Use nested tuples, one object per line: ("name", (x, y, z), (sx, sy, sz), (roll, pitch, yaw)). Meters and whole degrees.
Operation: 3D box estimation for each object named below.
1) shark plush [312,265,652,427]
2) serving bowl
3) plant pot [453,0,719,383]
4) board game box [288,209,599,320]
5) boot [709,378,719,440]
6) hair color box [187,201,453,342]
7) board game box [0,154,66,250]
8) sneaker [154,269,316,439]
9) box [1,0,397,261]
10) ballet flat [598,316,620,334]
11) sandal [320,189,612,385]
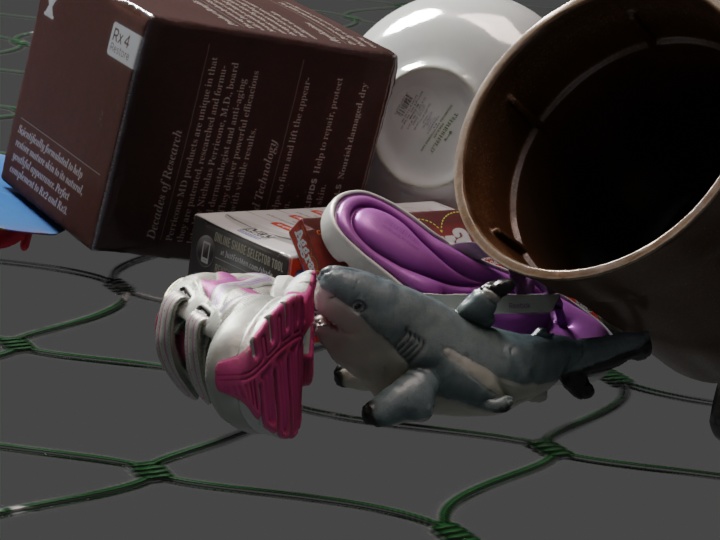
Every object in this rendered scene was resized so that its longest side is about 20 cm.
("shark plush", (0.071, 0.043, 1.522), (0.200, 0.083, 0.091), (5, 13, -2))
("serving bowl", (0.059, -0.098, 1.851), (0.200, 0.201, 0.066), (12, 4, 25))
("plant pot", (0.192, -0.041, 1.607), (0.200, 0.201, 0.198), (18, -15, 42))
("board game box", (0.057, 0.009, 1.664), (0.200, 0.019, 0.103), (-5, 60, -37))
("boot", (0.319, 0.090, 1.460), (0.165, 0.066, 0.200), (-15, 20, -36))
("hair color box", (0.000, 0.000, 1.728), (0.200, 0.064, 0.111), (-3, 17, -37))
("board game box", (-0.268, -0.042, 1.850), (0.158, 0.039, 0.200), (18, 15, 9))
("sneaker", (-0.074, 0.045, 1.488), (0.088, 0.082, 0.200), (2, 6, 3))
("box", (-0.112, -0.105, 1.828), (0.200, 0.165, 0.166), (6, 16, -32))
("ballet flat", (0.229, 0.036, 1.702), (0.200, 0.046, 0.067), (18, 18, 42))
("sandal", (0.070, 0.008, 1.612), (0.202, 0.050, 0.083), (26, 43, -7))
